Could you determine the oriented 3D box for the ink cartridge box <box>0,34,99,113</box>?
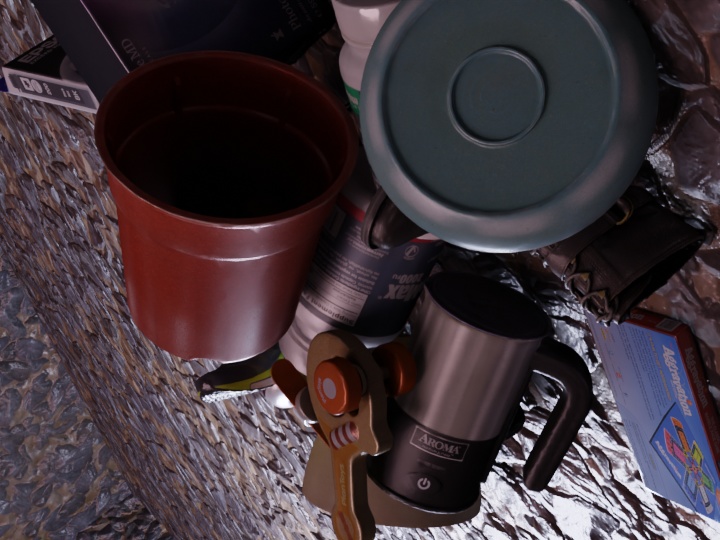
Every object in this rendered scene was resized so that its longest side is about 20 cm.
[{"bbox_3d":[-0.258,-0.232,1.209,0.200,0.198,0.043,15,135,38],"label":"ink cartridge box"}]

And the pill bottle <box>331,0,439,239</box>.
[{"bbox_3d":[0.049,-0.133,0.908,0.113,0.113,0.200,29,146,47],"label":"pill bottle"}]

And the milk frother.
[{"bbox_3d":[0.105,0.096,1.109,0.200,0.180,0.188,-109,36,-61],"label":"milk frother"}]

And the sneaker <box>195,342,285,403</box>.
[{"bbox_3d":[-0.101,0.065,1.156,0.074,0.200,0.081,-19,101,33],"label":"sneaker"}]

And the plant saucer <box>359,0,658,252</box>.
[{"bbox_3d":[0.091,-0.112,0.772,0.200,0.200,0.027,50,-167,12],"label":"plant saucer"}]

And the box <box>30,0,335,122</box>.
[{"bbox_3d":[-0.166,-0.245,1.067,0.200,0.198,0.123,56,158,-5],"label":"box"}]

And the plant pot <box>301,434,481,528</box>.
[{"bbox_3d":[0.040,0.187,1.312,0.200,0.200,0.135,16,103,56],"label":"plant pot"}]

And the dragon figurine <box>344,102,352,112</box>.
[{"bbox_3d":[-0.084,-0.126,1.098,0.200,0.099,0.059,-15,92,33],"label":"dragon figurine"}]

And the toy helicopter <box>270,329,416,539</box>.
[{"bbox_3d":[-0.019,0.149,1.046,0.132,0.079,0.200,11,110,49],"label":"toy helicopter"}]

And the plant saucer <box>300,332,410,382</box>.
[{"bbox_3d":[-0.038,0.085,1.335,0.200,0.200,0.049,16,102,56],"label":"plant saucer"}]

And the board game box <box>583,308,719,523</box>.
[{"bbox_3d":[0.251,0.118,0.977,0.103,0.019,0.200,21,140,56],"label":"board game box"}]

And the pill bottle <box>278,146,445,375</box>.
[{"bbox_3d":[0.000,0.000,1.080,0.120,0.120,0.200,42,125,28],"label":"pill bottle"}]

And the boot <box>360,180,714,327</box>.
[{"bbox_3d":[0.121,-0.028,0.818,0.174,0.200,0.069,51,163,28],"label":"boot"}]

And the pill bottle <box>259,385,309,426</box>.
[{"bbox_3d":[-0.103,0.102,1.533,0.200,0.113,0.113,45,156,23],"label":"pill bottle"}]

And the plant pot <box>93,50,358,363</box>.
[{"bbox_3d":[-0.115,-0.041,0.970,0.201,0.201,0.195,43,143,26],"label":"plant pot"}]
